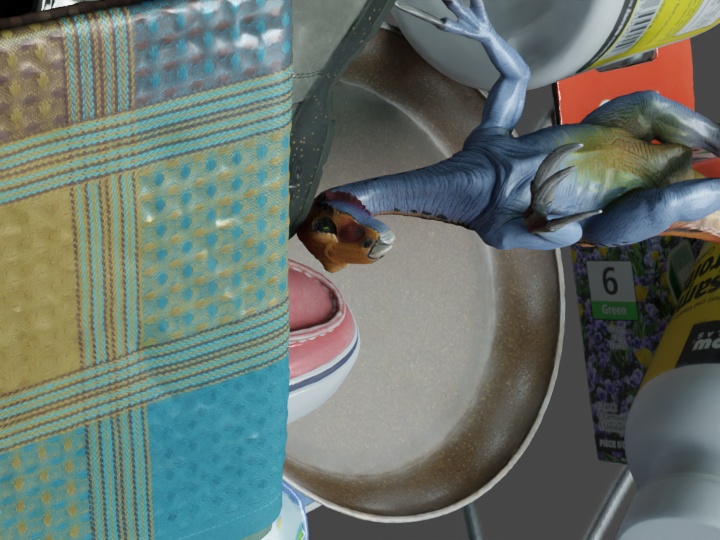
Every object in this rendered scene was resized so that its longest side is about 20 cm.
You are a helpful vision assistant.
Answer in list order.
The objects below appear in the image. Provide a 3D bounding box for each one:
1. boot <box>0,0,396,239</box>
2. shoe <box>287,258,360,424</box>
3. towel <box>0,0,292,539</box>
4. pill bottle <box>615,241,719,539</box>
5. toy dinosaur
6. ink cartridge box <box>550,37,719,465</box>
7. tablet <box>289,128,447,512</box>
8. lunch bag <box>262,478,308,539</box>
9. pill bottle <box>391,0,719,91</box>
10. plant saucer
[{"bbox_3d":[-0.057,-0.094,0.692,0.130,0.068,0.201,1,114,-41],"label":"boot"},{"bbox_3d":[-0.075,-0.004,0.661,0.199,0.072,0.091,3,131,-31],"label":"shoe"},{"bbox_3d":[-0.086,0.015,0.612,0.146,0.022,0.201,-15,126,-26],"label":"towel"},{"bbox_3d":[0.177,0.053,0.883,0.112,0.111,0.201,54,48,-29],"label":"pill bottle"},{"bbox_3d":[0.073,-0.021,0.779,0.105,0.180,0.201,-100,168,-47],"label":"toy dinosaur"},{"bbox_3d":[0.150,-0.018,0.984,0.109,0.050,0.202,-16,102,-42],"label":"ink cartridge box"},{"bbox_3d":[-0.024,0.030,0.848,0.199,0.014,0.131,-24,106,-40],"label":"tablet"},{"bbox_3d":[-0.113,0.139,0.712,0.160,0.082,0.201,25,78,-39],"label":"lunch bag"},{"bbox_3d":[0.104,-0.146,0.886,0.200,0.114,0.115,-22,105,-53],"label":"pill bottle"},{"bbox_3d":[0.000,0.000,0.830,0.199,0.032,0.202,10,74,-36],"label":"plant saucer"}]
